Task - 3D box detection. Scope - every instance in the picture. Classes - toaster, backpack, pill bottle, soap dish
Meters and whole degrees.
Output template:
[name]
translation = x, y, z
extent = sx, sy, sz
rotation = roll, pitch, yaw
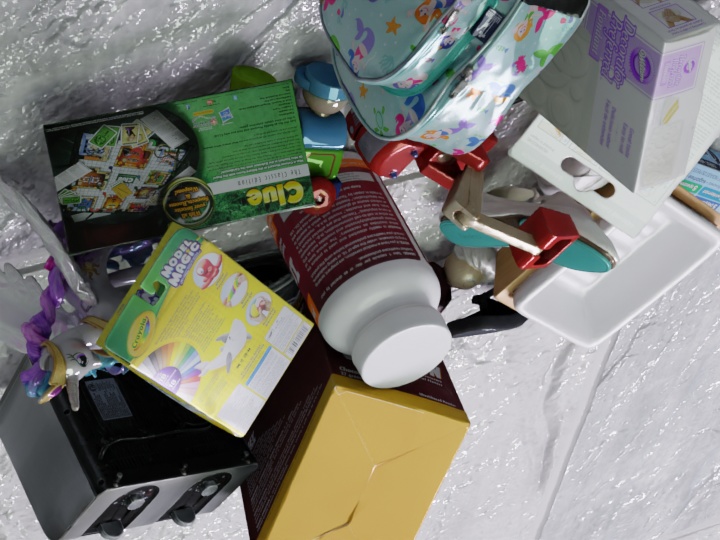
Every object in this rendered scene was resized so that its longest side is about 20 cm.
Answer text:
[toaster]
translation = -0.222, 0.142, 1.605
extent = 0.181, 0.200, 0.119
rotation = -5, 144, -43
[backpack]
translation = 0.058, -0.193, 1.343
extent = 0.150, 0.178, 0.200
rotation = 2, 134, -36
[pill bottle]
translation = 0.000, 0.000, 1.543
extent = 0.113, 0.200, 0.113
rotation = -19, 145, -14
[soap dish]
translation = 0.241, -0.023, 1.721
extent = 0.200, 0.081, 0.157
rotation = -42, 137, 21

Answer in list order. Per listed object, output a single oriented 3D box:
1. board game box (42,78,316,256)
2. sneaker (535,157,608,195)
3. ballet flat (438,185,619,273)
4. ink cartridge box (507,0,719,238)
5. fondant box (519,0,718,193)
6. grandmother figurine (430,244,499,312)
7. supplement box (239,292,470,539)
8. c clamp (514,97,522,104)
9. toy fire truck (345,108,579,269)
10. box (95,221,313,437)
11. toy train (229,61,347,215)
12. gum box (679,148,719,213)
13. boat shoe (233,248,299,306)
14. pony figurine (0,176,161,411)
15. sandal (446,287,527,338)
[board game box]
translation = -0.141, -0.082, 1.379
extent = 0.200, 0.105, 0.023
rotation = -11, -175, -13
[sneaker]
translation = 0.219, -0.154, 1.620
extent = 0.099, 0.078, 0.200
rotation = 22, 114, -42
[ballet flat]
translation = 0.162, -0.048, 1.630
extent = 0.069, 0.200, 0.070
rotation = -15, 110, -46
[ink cartridge box]
translation = 0.243, -0.150, 1.557
extent = 0.162, 0.050, 0.200
rotation = 31, 105, -24
[fondant box]
translation = 0.190, -0.178, 1.414
extent = 0.058, 0.200, 0.144
rotation = -20, 135, -27
[grandmother figurine]
translation = 0.048, 0.030, 1.752
extent = 0.200, 0.061, 0.121
rotation = -30, 156, 8
[supplement box]
translation = -0.015, 0.152, 1.627
extent = 0.133, 0.200, 0.197
rotation = 17, 112, -18
[c clamp]
translation = 0.077, -0.177, 1.524
extent = 0.171, 0.027, 0.200
rotation = -29, 149, 11
[toy fire truck]
translation = 0.087, -0.077, 1.521
extent = 0.200, 0.141, 0.049
rotation = 9, 138, -42
[box]
translation = -0.127, 0.046, 1.395
extent = 0.117, 0.048, 0.200
rotation = -58, 146, -8
[toy train]
translation = -0.103, -0.116, 1.436
extent = 0.200, 0.085, 0.116
rotation = 1, 121, -27
[gum box]
translation = 0.293, -0.050, 1.829
extent = 0.170, 0.045, 0.200
rotation = 13, 128, -45
[boat shoe]
translation = -0.141, 0.026, 1.591
extent = 0.199, 0.074, 0.068
rotation = -12, 148, -23
[pony figurine]
translation = -0.226, 0.014, 1.441
extent = 0.200, 0.193, 0.167
rotation = -27, 156, -38
[sandal]
translation = 0.144, 0.033, 1.796
extent = 0.076, 0.043, 0.200
rotation = -11, -175, 29
